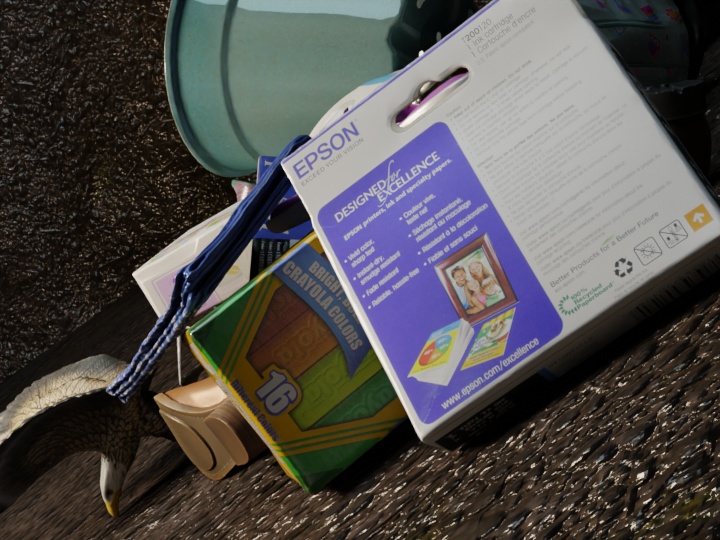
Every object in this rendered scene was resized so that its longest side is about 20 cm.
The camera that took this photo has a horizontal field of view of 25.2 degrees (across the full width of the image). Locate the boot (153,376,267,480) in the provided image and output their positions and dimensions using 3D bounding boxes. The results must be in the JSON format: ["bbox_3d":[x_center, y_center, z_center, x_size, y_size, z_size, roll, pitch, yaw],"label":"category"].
[{"bbox_3d":[-0.067,0.078,1.209,0.155,0.077,0.200,-39,5,-24],"label":"boot"}]

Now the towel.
[{"bbox_3d":[-0.101,0.000,1.050,0.145,0.024,0.200,-55,5,-32],"label":"towel"}]

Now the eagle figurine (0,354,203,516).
[{"bbox_3d":[-0.226,0.132,1.348,0.152,0.198,0.152,100,169,-54],"label":"eagle figurine"}]

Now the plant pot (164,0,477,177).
[{"bbox_3d":[-0.020,-0.167,1.277,0.195,0.202,0.200,8,34,31],"label":"plant pot"}]

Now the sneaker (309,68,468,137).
[{"bbox_3d":[0.043,-0.111,1.126,0.199,0.077,0.081,-25,1,16],"label":"sneaker"}]

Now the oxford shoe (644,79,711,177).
[{"bbox_3d":[0.125,-0.063,1.028,0.198,0.085,0.073,-8,12,23],"label":"oxford shoe"}]

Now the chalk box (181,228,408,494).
[{"bbox_3d":[0.003,0.026,1.001,0.200,0.125,0.124,-39,3,-8],"label":"chalk box"}]

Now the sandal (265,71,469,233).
[{"bbox_3d":[0.011,-0.089,1.055,0.202,0.050,0.082,-32,-2,31],"label":"sandal"}]

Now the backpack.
[{"bbox_3d":[0.162,-0.155,1.235,0.199,0.127,0.167,-9,-23,-47],"label":"backpack"}]

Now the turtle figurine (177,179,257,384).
[{"bbox_3d":[-0.094,0.023,1.504,0.100,0.149,0.202,20,95,59],"label":"turtle figurine"}]

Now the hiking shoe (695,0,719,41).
[{"bbox_3d":[0.267,-0.236,1.440,0.200,0.101,0.076,-42,9,-32],"label":"hiking shoe"}]

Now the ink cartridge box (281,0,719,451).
[{"bbox_3d":[0.077,-0.037,0.881,0.197,0.201,0.043,-35,-29,13],"label":"ink cartridge box"}]

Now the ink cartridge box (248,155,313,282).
[{"bbox_3d":[-0.033,0.001,1.147,0.201,0.093,0.044,-89,3,-46],"label":"ink cartridge box"}]

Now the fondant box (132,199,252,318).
[{"bbox_3d":[-0.093,-0.027,1.344,0.144,0.059,0.200,-28,6,12],"label":"fondant box"}]
